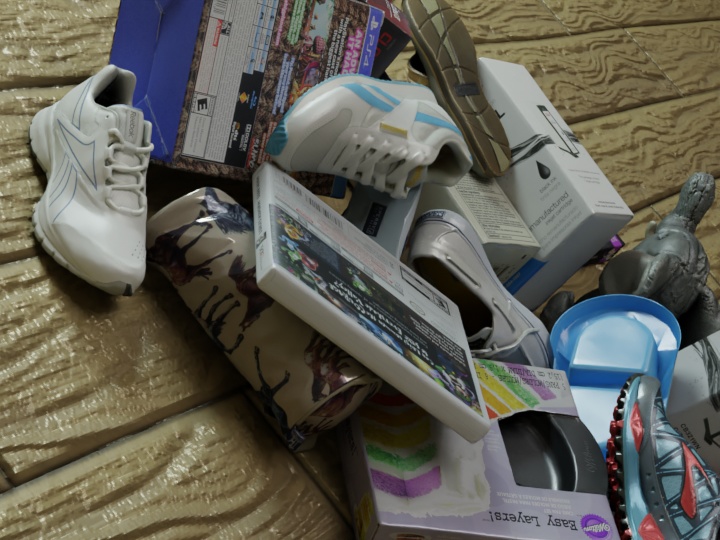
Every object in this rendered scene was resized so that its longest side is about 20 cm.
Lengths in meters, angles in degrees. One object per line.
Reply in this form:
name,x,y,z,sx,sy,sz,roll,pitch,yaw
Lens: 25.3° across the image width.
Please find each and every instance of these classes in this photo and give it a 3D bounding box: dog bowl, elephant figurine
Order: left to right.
dog bowl,0.207,0.105,1.343,0.200,0.111,0.050,-68,153,-43
elephant figurine,0.276,0.022,1.517,0.141,0.200,0.155,0,51,-55

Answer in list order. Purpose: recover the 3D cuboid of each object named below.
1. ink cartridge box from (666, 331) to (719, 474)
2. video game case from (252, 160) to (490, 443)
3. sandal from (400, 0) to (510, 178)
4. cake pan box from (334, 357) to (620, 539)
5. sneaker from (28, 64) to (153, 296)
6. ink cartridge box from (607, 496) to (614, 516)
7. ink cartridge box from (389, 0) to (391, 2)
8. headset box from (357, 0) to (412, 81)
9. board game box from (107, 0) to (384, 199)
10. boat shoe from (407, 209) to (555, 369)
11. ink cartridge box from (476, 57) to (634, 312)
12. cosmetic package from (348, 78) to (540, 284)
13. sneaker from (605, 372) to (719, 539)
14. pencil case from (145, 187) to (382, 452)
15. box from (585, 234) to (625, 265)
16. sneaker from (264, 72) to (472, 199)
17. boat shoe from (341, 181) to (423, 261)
ink cartridge box,0.340,0.132,1.404,0.146,0.200,0.084,51,22,-25
video game case,0.004,0.020,1.152,0.200,0.023,0.182,38,18,-21
sandal,0.078,-0.170,1.486,0.080,0.054,0.201,-7,71,-52
cake pan box,0.083,0.141,1.176,0.199,0.052,0.185,10,41,-18
sneaker,-0.182,-0.068,1.122,0.074,0.087,0.200,21,36,-40
ink cartridge box,0.276,0.263,1.308,0.147,0.083,0.200,34,28,-23
ink cartridge box,-0.077,-0.291,1.521,0.200,0.147,0.083,39,26,-13
headset box,-0.061,-0.208,1.414,0.200,0.149,0.075,36,18,-18
board game box,-0.093,-0.152,1.262,0.097,0.160,0.200,15,5,39
boat shoe,0.100,0.049,1.350,0.202,0.074,0.086,58,35,-27
ink cartridge box,0.141,-0.082,1.534,0.084,0.146,0.200,1,49,-52
cosmetic package,0.063,-0.073,1.477,0.103,0.087,0.200,4,48,-51
sneaker,0.233,0.170,1.175,0.095,0.079,0.201,-2,62,-1
pencil case,-0.076,0.031,1.134,0.200,0.089,0.078,50,23,15
box,0.192,-0.065,1.708,0.143,0.036,0.200,53,29,16
sneaker,0.011,-0.100,1.246,0.200,0.077,0.081,-9,55,-47
boat shoe,0.000,0.000,1.310,0.071,0.091,0.201,21,54,8
